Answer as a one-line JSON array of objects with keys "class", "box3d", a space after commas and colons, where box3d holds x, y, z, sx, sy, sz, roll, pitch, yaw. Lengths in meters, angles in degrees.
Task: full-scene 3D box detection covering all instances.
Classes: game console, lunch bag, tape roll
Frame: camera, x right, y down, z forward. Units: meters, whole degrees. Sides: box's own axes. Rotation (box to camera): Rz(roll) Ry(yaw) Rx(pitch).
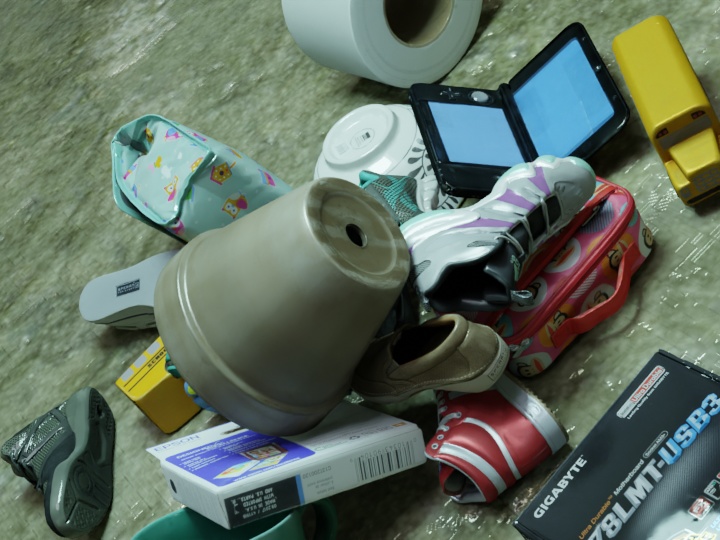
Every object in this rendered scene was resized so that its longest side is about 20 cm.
[{"class": "game console", "box3d": [0.157, -0.171, 1.576, 0.174, 0.117, 0.201, 4, 36, -14]}, {"class": "lunch bag", "box3d": [0.173, 0.001, 1.428, 0.200, 0.082, 0.176, -48, 42, -11]}, {"class": "tape roll", "box3d": [0.026, -0.323, 1.778, 0.203, 0.203, 0.139, -48, 38, -15]}, {"class": "lunch bag", "box3d": [-0.179, -0.087, 1.713, 0.199, 0.170, 0.123, 29, 90, 50]}]

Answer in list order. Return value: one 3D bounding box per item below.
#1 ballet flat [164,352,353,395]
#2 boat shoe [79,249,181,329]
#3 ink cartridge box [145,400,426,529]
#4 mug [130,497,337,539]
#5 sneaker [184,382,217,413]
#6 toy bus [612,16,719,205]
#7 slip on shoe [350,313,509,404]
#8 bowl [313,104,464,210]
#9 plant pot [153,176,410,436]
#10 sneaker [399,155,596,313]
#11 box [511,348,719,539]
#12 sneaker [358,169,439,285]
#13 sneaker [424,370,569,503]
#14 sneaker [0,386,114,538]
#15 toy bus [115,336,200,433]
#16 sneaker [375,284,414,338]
[{"class": "ballet flat", "box3d": [-0.095, 0.075, 1.485, 0.198, 0.067, 0.071, 6, 75, 17]}, {"class": "boat shoe", "box3d": [-0.225, 0.030, 1.724, 0.198, 0.066, 0.073, -17, 63, 29]}, {"class": "ink cartridge box", "box3d": [-0.071, 0.167, 1.384, 0.196, 0.044, 0.199, -16, 12, -24]}, {"class": "mug", "box3d": [-0.100, 0.269, 1.319, 0.183, 0.116, 0.152, -13, 10, -3]}, {"class": "sneaker", "box3d": [-0.091, 0.077, 1.573, 0.199, 0.071, 0.083, -36, 25, 0]}, {"class": "toy bus", "box3d": [0.302, -0.155, 1.467, 0.065, 0.078, 0.201, -26, 38, 14]}, {"class": "slip on shoe", "box3d": [0.046, 0.074, 1.351, 0.199, 0.060, 0.077, -5, 53, 55]}, {"class": "bowl", "box3d": [0.018, -0.117, 1.658, 0.199, 0.094, 0.202, -22, 39, 19]}, {"class": "plant pot", "box3d": [-0.052, 0.017, 1.336, 0.173, 0.199, 0.201, -41, 30, 34]}, {"class": "sneaker", "box3d": [0.134, -0.017, 1.328, 0.198, 0.078, 0.140, -28, 34, -1]}, {"class": "box", "box3d": [0.250, 0.177, 1.202, 0.200, 0.050, 0.198, -46, 39, -12]}, {"class": "sneaker", "box3d": [0.028, -0.045, 1.490, 0.200, 0.090, 0.078, -91, 17, -70]}, {"class": "sneaker", "box3d": [0.084, 0.130, 1.365, 0.112, 0.072, 0.200, -41, 39, -10]}, {"class": "sneaker", "box3d": [-0.320, 0.216, 1.600, 0.113, 0.076, 0.200, -28, 35, 14]}, {"class": "toy bus", "box3d": [-0.161, 0.078, 1.623, 0.200, 0.065, 0.078, -46, 36, -10]}, {"class": "sneaker", "box3d": [-0.002, 0.002, 1.514, 0.060, 0.104, 0.201, -35, 54, 24]}]
